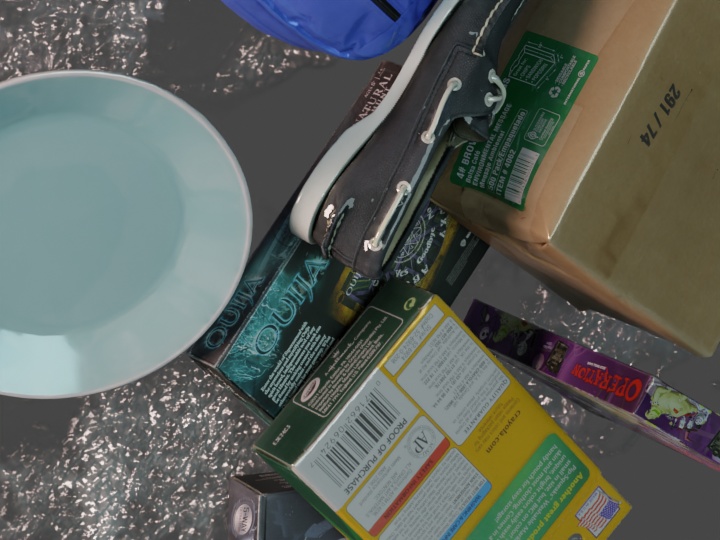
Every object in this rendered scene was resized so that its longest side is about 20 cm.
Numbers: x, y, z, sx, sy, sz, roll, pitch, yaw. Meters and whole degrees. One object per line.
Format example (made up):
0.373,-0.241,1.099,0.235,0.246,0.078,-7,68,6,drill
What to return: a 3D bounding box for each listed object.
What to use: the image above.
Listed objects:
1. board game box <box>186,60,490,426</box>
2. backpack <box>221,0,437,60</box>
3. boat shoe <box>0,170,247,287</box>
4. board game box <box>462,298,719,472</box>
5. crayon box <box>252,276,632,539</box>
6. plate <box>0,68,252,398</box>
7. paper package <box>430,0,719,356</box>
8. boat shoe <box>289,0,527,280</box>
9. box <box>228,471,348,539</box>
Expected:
0.000,0.000,1.562,0.200,0.028,0.135,-56,135,-11,board game box
-0.001,-0.216,1.467,0.162,0.168,0.200,41,87,-22,backpack
-0.128,-0.013,1.499,0.201,0.061,0.072,30,86,-29,boat shoe
0.150,0.072,1.582,0.120,0.200,0.032,25,89,-28,board game box
0.048,0.116,1.568,0.126,0.052,0.200,-50,121,-11,crayon box
-0.156,-0.021,1.437,0.200,0.026,0.200,-7,125,-11,plate
0.161,-0.081,1.576,0.191,0.103,0.200,33,82,-45,paper package
0.043,-0.084,1.489,0.060,0.076,0.200,34,85,14,boat shoe
0.019,0.192,1.627,0.200,0.044,0.161,-3,102,-27,box
